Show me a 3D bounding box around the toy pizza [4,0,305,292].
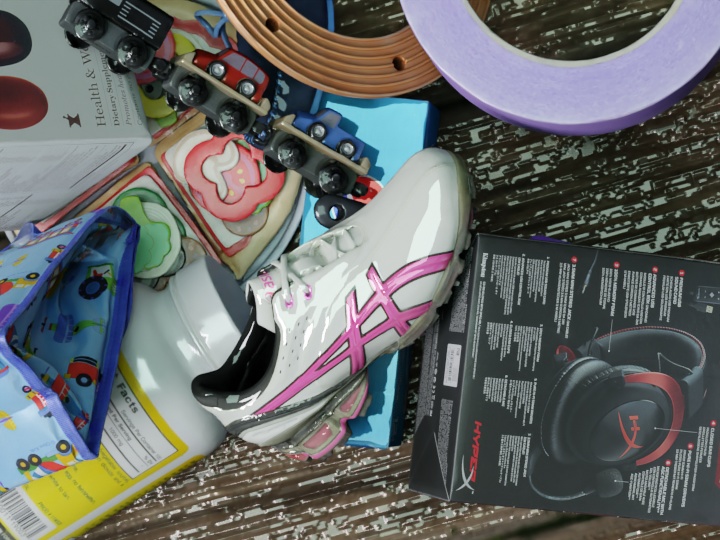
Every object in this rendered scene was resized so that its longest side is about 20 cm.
[{"bbox_3d":[-0.126,-0.069,1.754,0.199,0.032,0.202,0,88,8],"label":"toy pizza"}]

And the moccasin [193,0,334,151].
[{"bbox_3d":[-0.060,-0.166,1.714,0.068,0.080,0.201,12,68,-33],"label":"moccasin"}]

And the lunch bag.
[{"bbox_3d":[-0.209,0.035,1.651,0.150,0.200,0.094,-23,119,24],"label":"lunch bag"}]

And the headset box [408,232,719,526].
[{"bbox_3d":[0.137,0.062,1.659,0.199,0.075,0.150,6,89,-18],"label":"headset box"}]

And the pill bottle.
[{"bbox_3d":[-0.149,0.079,1.710,0.199,0.112,0.113,-32,84,7],"label":"pill bottle"}]

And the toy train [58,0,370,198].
[{"bbox_3d":[-0.076,-0.101,1.645,0.199,0.034,0.046,32,75,-16],"label":"toy train"}]

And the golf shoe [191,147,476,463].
[{"bbox_3d":[-0.012,0.015,1.615,0.092,0.073,0.201,23,108,-34],"label":"golf shoe"}]

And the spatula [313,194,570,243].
[{"bbox_3d":[0.061,-0.008,1.686,0.199,0.021,0.057,19,85,-27],"label":"spatula"}]

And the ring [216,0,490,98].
[{"bbox_3d":[-0.012,-0.192,1.693,0.199,0.019,0.202,10,70,-29],"label":"ring"}]

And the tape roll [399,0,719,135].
[{"bbox_3d":[0.118,-0.177,1.642,0.198,0.085,0.202,0,88,6],"label":"tape roll"}]

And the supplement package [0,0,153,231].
[{"bbox_3d":[-0.254,-0.130,1.657,0.147,0.199,0.192,-31,71,47],"label":"supplement package"}]

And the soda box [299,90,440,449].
[{"bbox_3d":[0.000,0.000,1.716,0.067,0.064,0.201,7,89,8],"label":"soda box"}]
